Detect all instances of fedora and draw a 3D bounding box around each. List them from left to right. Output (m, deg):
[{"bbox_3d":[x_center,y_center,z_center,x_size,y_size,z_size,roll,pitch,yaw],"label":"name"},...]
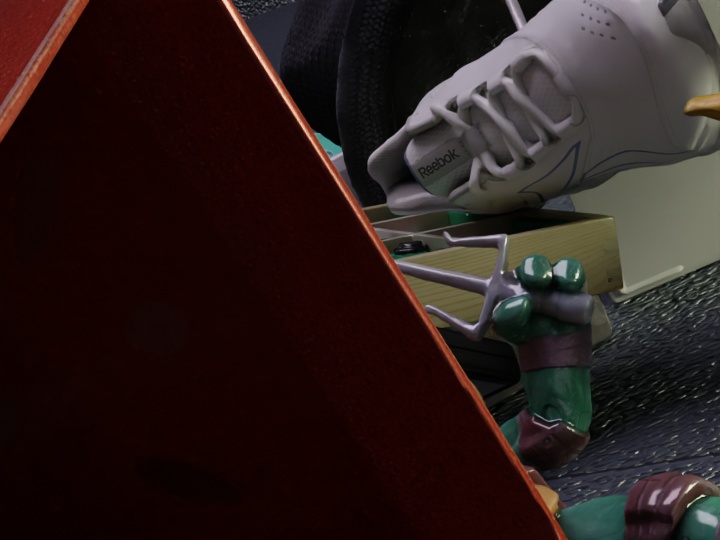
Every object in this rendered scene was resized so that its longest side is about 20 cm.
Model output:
[{"bbox_3d":[0.032,-0.106,1.197,0.091,0.201,0.200,15,34,39],"label":"fedora"}]

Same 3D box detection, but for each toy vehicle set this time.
[{"bbox_3d":[0.000,0.000,0.998,0.124,0.027,0.200,-12,7,-19],"label":"toy vehicle set"}]

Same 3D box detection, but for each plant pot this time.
[{"bbox_3d":[-0.087,0.076,0.564,0.176,0.200,0.200,-22,24,26],"label":"plant pot"}]

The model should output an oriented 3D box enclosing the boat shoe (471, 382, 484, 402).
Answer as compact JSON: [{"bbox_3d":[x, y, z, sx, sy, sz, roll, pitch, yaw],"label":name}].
[{"bbox_3d":[-0.048,0.096,0.850,0.199,0.069,0.074,-18,33,0],"label":"boat shoe"}]

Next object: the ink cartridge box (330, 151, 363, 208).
[{"bbox_3d":[-0.072,0.010,1.291,0.199,0.045,0.176,-27,-5,-18],"label":"ink cartridge box"}]

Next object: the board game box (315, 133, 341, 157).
[{"bbox_3d":[-0.090,-0.018,1.408,0.151,0.047,0.200,-31,-7,13],"label":"board game box"}]

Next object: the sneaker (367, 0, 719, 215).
[{"bbox_3d":[0.066,-0.052,0.932,0.087,0.075,0.200,-24,-5,-21],"label":"sneaker"}]

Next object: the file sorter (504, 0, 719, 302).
[{"bbox_3d":[0.161,-0.108,1.107,0.199,0.139,0.125,-23,40,4],"label":"file sorter"}]

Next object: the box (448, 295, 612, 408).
[{"bbox_3d":[-0.016,0.043,1.107,0.158,0.049,0.200,-30,11,-28],"label":"box"}]

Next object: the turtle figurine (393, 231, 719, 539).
[{"bbox_3d":[0.029,0.065,0.737,0.200,0.101,0.150,13,52,46],"label":"turtle figurine"}]

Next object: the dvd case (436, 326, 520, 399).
[{"bbox_3d":[-0.060,0.064,0.918,0.200,0.018,0.142,-29,-24,28],"label":"dvd case"}]

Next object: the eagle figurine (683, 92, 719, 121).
[{"bbox_3d":[0.174,-0.054,0.810,0.152,0.151,0.200,-61,-7,27],"label":"eagle figurine"}]
